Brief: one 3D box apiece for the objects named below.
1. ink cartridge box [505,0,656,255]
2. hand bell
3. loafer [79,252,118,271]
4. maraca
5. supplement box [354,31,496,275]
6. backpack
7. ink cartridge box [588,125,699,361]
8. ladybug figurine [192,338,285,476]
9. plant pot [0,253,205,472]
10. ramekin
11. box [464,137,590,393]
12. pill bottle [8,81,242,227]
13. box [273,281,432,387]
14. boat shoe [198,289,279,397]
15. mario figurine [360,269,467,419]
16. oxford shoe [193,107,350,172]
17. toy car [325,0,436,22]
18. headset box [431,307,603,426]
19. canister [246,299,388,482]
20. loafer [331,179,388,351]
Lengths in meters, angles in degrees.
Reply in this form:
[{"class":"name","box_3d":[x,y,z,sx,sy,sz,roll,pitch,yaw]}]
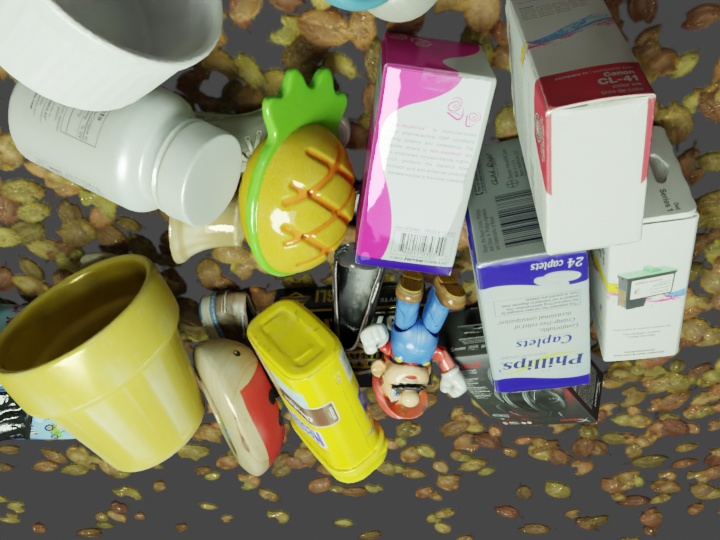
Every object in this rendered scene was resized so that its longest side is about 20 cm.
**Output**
[{"class":"ink cartridge box","box_3d":[0.183,-0.137,0.642,0.084,0.202,0.149,-7,134,9]},{"class":"hand bell","box_3d":[-0.097,-0.051,0.802,0.196,0.105,0.105,5,135,1]},{"class":"loafer","box_3d":[-0.302,0.061,0.952,0.074,0.069,0.202,-8,133,10]},{"class":"maraca","box_3d":[-0.058,-0.091,0.711,0.106,0.136,0.203,20,114,30]},{"class":"supplement box","box_3d":[0.056,-0.112,0.718,0.099,0.104,0.202,7,124,-4]},{"class":"backpack","box_3d":[-0.407,0.129,0.956,0.197,0.183,0.136,4,120,-21]},{"class":"ink cartridge box","box_3d":[0.286,-0.026,0.783,0.082,0.146,0.202,-6,134,9]},{"class":"ladybug figurine","box_3d":[-0.146,0.167,0.924,0.071,0.135,0.202,-26,123,-19]},{"class":"plant pot","box_3d":[-0.276,0.116,0.837,0.198,0.202,0.191,-15,121,17]},{"class":"ramekin","box_3d":[-0.216,-0.227,0.583,0.097,0.203,0.200,-26,129,35]},{"class":"box","box_3d":[0.170,-0.005,0.783,0.103,0.186,0.202,-10,133,9]},{"class":"pill bottle","box_3d":[-0.214,-0.120,0.690,0.198,0.115,0.115,25,138,18]},{"class":"box","box_3d":[-0.006,0.090,0.981,0.196,0.050,0.161,-3,132,6]},{"class":"boat shoe","box_3d":[-0.142,0.108,0.988,0.071,0.073,0.201,-13,132,13]},{"class":"mario figurine","box_3d":[0.067,0.105,0.878,0.122,0.106,0.202,26,127,21]},{"class":"oxford shoe","box_3d":[-0.108,-0.131,0.765,0.196,0.058,0.076,-2,130,2]},{"class":"toy car","box_3d":[0.028,-0.275,0.550,0.199,0.151,0.175,-32,126,29]},{"class":"headset box","box_3d":[0.199,0.118,0.950,0.147,0.078,0.200,-12,137,40]},{"class":"canister","box_3d":[-0.052,0.147,0.910,0.086,0.148,0.202,-35,132,-17]},{"class":"loafer","box_3d":[0.000,0.000,0.848,0.071,0.063,0.203,7,117,1]}]
